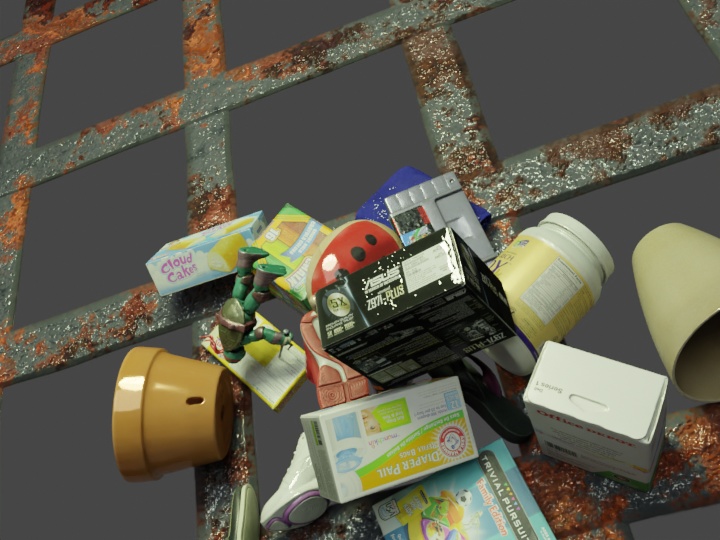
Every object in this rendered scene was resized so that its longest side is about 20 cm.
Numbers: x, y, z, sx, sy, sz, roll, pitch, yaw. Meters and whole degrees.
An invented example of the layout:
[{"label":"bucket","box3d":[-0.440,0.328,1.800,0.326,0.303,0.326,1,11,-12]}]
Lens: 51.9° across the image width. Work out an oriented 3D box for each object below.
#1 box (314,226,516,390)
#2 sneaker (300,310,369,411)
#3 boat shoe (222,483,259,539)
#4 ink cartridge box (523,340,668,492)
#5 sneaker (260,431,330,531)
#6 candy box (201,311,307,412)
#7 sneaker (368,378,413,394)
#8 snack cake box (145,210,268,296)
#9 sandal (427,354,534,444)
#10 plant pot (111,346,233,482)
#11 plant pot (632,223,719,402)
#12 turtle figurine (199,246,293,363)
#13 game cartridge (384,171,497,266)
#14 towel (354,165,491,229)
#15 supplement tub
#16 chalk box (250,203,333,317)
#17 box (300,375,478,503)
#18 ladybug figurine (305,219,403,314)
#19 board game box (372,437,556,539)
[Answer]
[{"label":"box","box3d":[0.070,0.054,0.931,0.199,0.164,0.087,-27,52,22]},{"label":"sneaker","box3d":[-0.036,0.167,1.099,0.078,0.116,0.202,-11,60,-8]},{"label":"boat shoe","box3d":[-0.181,0.399,1.030,0.067,0.072,0.202,-5,60,13]},{"label":"ink cartridge box","box3d":[0.290,0.180,0.900,0.144,0.200,0.084,16,66,29]},{"label":"sneaker","box3d":[-0.069,0.288,1.065,0.200,0.075,0.099,-41,44,-15]},{"label":"candy box","box3d":[-0.168,0.137,1.217,0.199,0.026,0.102,34,79,34]},{"label":"sneaker","box3d":[0.050,0.088,1.108,0.077,0.112,0.202,-4,58,19]},{"label":"snack cake box","box3d":[-0.260,-0.031,1.302,0.198,0.068,0.115,-18,19,10]},{"label":"sandal","box3d":[0.167,0.158,1.040,0.200,0.075,0.048,39,122,29]},{"label":"plant pot","box3d":[-0.273,0.217,1.120,0.138,0.201,0.202,0,58,2]},{"label":"plant pot","box3d":[0.444,0.032,0.963,0.186,0.188,0.201,-24,40,6]},{"label":"turtle figurine","box3d":[-0.172,0.074,1.139,0.149,0.100,0.202,28,114,29]},{"label":"game cartridge","box3d":[0.127,-0.049,1.154,0.129,0.038,0.201,-20,66,-7]},{"label":"towel","box3d":[0.103,-0.081,1.237,0.148,0.050,0.200,-44,56,-13]},{"label":"supplement tub","box3d":[0.245,0.032,1.046,0.200,0.146,0.145,-45,54,-10]},{"label":"chalk box","box3d":[-0.069,0.007,1.199,0.199,0.124,0.125,30,74,34]},{"label":"box","box3d":[0.038,0.217,0.970,0.198,0.101,0.114,-13,84,-20]},{"label":"ladybug figurine","box3d":[0.000,0.000,1.094,0.072,0.137,0.200,-5,28,46]},{"label":"board game box","box3d":[0.134,0.334,0.961,0.199,0.047,0.152,-29,54,3]}]
